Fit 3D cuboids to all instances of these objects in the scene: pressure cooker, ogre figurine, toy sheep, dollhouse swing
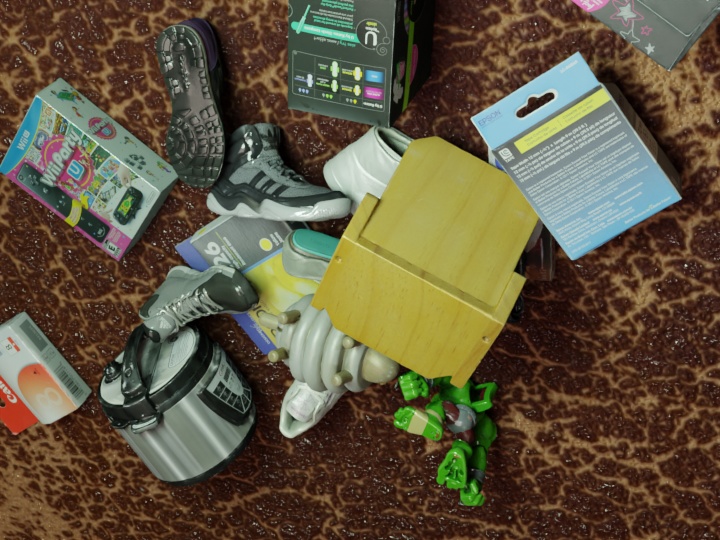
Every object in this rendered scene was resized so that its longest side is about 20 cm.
[{"bbox_3d":[-0.254,0.169,1.860,0.176,0.179,0.200,16,144,55],"label":"pressure cooker"},{"bbox_3d":[0.119,0.189,1.752,0.200,0.120,0.098,46,132,-6],"label":"ogre figurine"},{"bbox_3d":[-0.040,0.087,1.702,0.200,0.138,0.138,24,128,22],"label":"toy sheep"},{"bbox_3d":[0.082,-0.015,1.579,0.200,0.176,0.182,28,137,0],"label":"dollhouse swing"}]

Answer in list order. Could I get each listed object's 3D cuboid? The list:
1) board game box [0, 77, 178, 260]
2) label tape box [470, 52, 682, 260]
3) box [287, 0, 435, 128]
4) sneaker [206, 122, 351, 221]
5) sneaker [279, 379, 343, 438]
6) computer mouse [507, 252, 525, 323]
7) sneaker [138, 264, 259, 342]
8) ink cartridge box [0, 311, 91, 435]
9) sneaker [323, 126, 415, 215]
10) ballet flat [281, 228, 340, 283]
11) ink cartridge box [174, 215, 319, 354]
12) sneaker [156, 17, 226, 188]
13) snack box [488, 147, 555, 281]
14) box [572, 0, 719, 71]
[{"bbox_3d":[-0.352,-0.129,1.801,0.200,0.064,0.148,38,128,-1],"label":"board game box"},{"bbox_3d":[0.236,-0.130,1.507,0.143,0.066,0.200,-31,106,25],"label":"label tape box"},{"bbox_3d":[0.003,-0.278,1.483,0.124,0.149,0.200,13,125,16],"label":"box"},{"bbox_3d":[-0.099,-0.118,1.652,0.200,0.075,0.114,6,96,33],"label":"sneaker"},{"bbox_3d":[-0.044,0.148,1.814,0.075,0.100,0.200,34,127,2],"label":"sneaker"},{"bbox_3d":[0.095,0.007,1.623,0.200,0.044,0.110,2,118,2],"label":"computer mouse"},{"bbox_3d":[-0.218,0.053,1.782,0.200,0.115,0.075,-1,129,55],"label":"sneaker"},{"bbox_3d":[-0.522,0.167,2.079,0.200,0.050,0.162,-29,105,32],"label":"ink cartridge box"},{"bbox_3d":[0.058,-0.080,1.635,0.200,0.074,0.116,46,131,-7],"label":"sneaker"},{"bbox_3d":[0.000,0.000,1.707,0.200,0.067,0.064,15,131,-1],"label":"ballet flat"},{"bbox_3d":[-0.125,0.012,1.799,0.200,0.047,0.198,-30,106,34],"label":"ink cartridge box"},{"bbox_3d":[-0.185,-0.201,1.656,0.076,0.088,0.200,4,112,17],"label":"sneaker"},{"bbox_3d":[0.187,-0.081,1.605,0.072,0.024,0.200,7,123,20],"label":"snack box"},{"bbox_3d":[0.271,-0.319,1.356,0.200,0.115,0.132,35,127,-2],"label":"box"}]
